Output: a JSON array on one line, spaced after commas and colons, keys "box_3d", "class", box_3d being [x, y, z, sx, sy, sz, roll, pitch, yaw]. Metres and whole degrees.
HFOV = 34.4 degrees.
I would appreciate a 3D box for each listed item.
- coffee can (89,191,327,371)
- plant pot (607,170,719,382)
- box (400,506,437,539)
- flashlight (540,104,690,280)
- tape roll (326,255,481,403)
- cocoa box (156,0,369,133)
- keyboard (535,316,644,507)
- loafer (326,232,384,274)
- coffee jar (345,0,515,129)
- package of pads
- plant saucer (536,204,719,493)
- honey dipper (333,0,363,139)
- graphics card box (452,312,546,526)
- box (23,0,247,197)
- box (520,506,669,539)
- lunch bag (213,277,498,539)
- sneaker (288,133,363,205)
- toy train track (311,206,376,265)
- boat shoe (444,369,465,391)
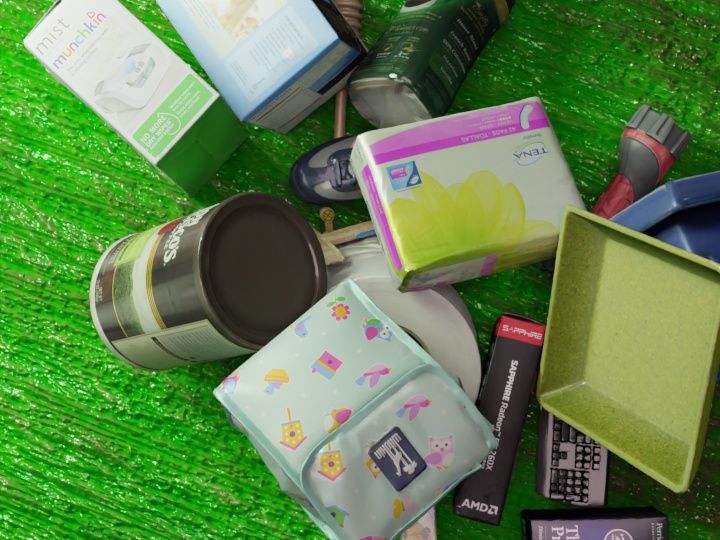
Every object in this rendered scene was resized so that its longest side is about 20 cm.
[{"box_3d": [-0.150, 0.017, 1.127, 0.146, 0.200, 0.147, 11, 73, -40], "class": "coffee can"}, {"box_3d": [0.327, 0.013, 1.109, 0.199, 0.200, 0.181, -13, 76, -31], "class": "plant pot"}, {"box_3d": [0.062, 0.318, 1.197, 0.038, 0.041, 0.201, -3, 86, 3], "class": "box"}, {"box_3d": [0.260, -0.073, 1.205, 0.068, 0.068, 0.200, 36, 87, 3], "class": "flashlight"}, {"box_3d": [0.021, 0.091, 1.169, 0.201, 0.071, 0.203, 0, 106, 1], "class": "tape roll"}, {"box_3d": [-0.105, -0.260, 1.182, 0.133, 0.131, 0.200, -38, 81, 14], "class": "cocoa box"}, {"box_3d": [0.251, 0.146, 1.213, 0.126, 0.021, 0.201, 3, 87, 3], "class": "keyboard"}, {"box_3d": [0.000, 0.000, 1.216, 0.199, 0.070, 0.070, -9, 111, 1], "class": "loafer"}, {"box_3d": [0.076, -0.235, 1.181, 0.085, 0.104, 0.200, 48, 63, -33], "class": "coffee jar"}, {"box_3d": [0.107, -0.071, 1.112, 0.199, 0.068, 0.155, -14, 72, -14], "class": "package of pads"}, {"box_3d": [0.247, 0.062, 1.024, 0.048, 0.200, 0.201, -5, 111, -30], "class": "plant saucer"}, {"box_3d": [-0.020, -0.194, 1.241, 0.038, 0.038, 0.201, 3, 87, 3], "class": "honey dipper"}, {"box_3d": [0.137, 0.147, 1.165, 0.051, 0.125, 0.201, 15, 86, 5], "class": "graphics card box"}, {"box_3d": [-0.220, -0.176, 1.167, 0.176, 0.200, 0.097, 43, 88, 6], "class": "box"}, {"box_3d": [0.239, 0.344, 1.171, 0.140, 0.079, 0.201, -2, 86, -1], "class": "box"}, {"box_3d": [-0.002, 0.136, 1.017, 0.170, 0.122, 0.200, -38, 63, -15], "class": "lunch bag"}, {"box_3d": [0.026, -0.115, 1.191, 0.199, 0.082, 0.070, -14, 90, -13], "class": "sneaker"}, {"box_3d": [-0.009, -0.050, 1.202, 0.199, 0.115, 0.033, -16, 114, -16], "class": "toy train track"}, {"box_3d": [0.016, 0.172, 1.126, 0.201, 0.075, 0.086, -24, 115, 2], "class": "boat shoe"}]
